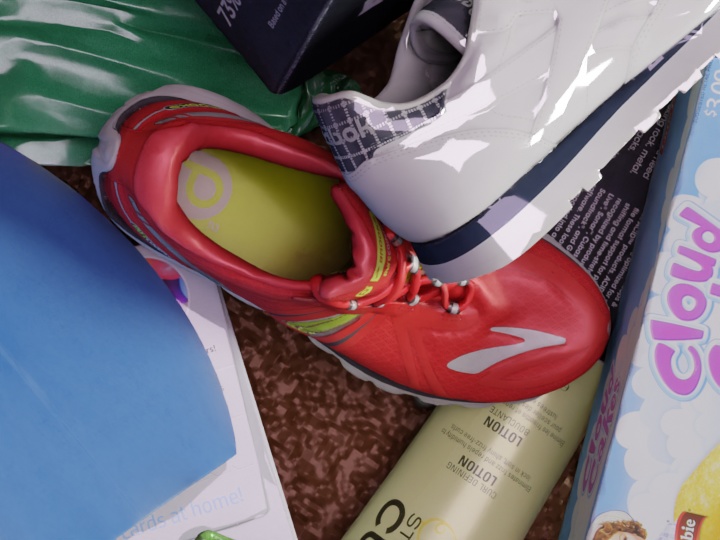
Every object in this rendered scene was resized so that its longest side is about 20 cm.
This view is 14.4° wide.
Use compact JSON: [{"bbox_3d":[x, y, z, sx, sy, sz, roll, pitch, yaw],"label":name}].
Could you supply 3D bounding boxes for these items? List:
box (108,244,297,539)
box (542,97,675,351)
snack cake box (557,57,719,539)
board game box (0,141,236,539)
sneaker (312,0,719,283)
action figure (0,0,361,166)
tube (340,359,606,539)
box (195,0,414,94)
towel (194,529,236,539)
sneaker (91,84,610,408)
[{"bbox_3d":[-0.100,0.103,1.012,0.155,0.041,0.201,-17,85,-7],"label":"box"},{"bbox_3d":[0.111,-0.041,1.040,0.199,0.036,0.144,30,102,-3],"label":"box"},{"bbox_3d":[0.148,0.027,1.002,0.114,0.067,0.201,12,102,-3],"label":"snack cake box"},{"bbox_3d":[-0.132,0.032,0.932,0.158,0.200,0.039,49,120,5],"label":"board game box"},{"bbox_3d":[0.071,-0.088,0.946,0.081,0.076,0.200,48,68,-14],"label":"sneaker"},{"bbox_3d":[-0.093,-0.076,1.033,0.199,0.055,0.119,10,84,-18],"label":"action figure"},{"bbox_3d":[0.022,0.110,1.050,0.052,0.058,0.201,37,85,-43],"label":"tube"},{"bbox_3d":[-0.036,-0.184,0.933,0.104,0.148,0.200,-36,83,-25],"label":"box"},{"bbox_3d":[-0.015,0.198,0.979,0.148,0.031,0.201,12,104,-16],"label":"towel"},{"bbox_3d":[0.000,0.000,0.981,0.199,0.085,0.078,21,92,-16],"label":"sneaker"}]
